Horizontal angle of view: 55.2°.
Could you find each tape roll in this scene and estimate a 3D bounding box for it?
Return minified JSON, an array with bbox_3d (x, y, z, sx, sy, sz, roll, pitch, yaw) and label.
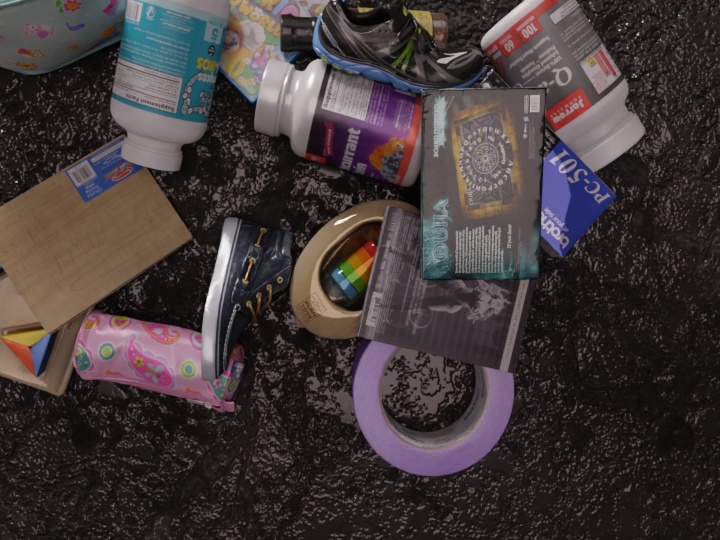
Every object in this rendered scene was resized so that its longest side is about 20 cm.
[{"bbox_3d":[0.086,0.143,0.852,0.194,0.066,0.206,0,94,-3],"label":"tape roll"}]

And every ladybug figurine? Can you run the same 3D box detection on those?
[{"bbox_3d":[0.000,0.000,0.830,0.198,0.072,0.137,-35,90,0],"label":"ladybug figurine"}]

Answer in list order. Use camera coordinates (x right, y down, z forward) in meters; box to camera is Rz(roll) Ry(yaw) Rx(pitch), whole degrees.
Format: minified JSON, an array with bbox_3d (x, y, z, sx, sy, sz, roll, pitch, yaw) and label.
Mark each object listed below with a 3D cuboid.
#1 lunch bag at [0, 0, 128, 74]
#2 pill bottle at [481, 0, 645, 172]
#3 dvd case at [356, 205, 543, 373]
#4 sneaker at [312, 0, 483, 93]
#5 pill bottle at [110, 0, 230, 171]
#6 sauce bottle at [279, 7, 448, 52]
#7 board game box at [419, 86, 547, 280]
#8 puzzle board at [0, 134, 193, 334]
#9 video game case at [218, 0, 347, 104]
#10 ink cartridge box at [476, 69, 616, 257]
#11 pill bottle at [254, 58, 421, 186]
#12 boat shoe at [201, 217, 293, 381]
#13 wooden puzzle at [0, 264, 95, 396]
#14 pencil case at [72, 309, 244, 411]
[{"bbox_3d":[-0.360,-0.297,0.740,0.196,0.170,0.125,-21,90,0],"label":"lunch bag"},{"bbox_3d":[0.239,-0.220,0.806,0.115,0.116,0.202,-36,95,0],"label":"pill bottle"},{"bbox_3d":[0.105,0.024,0.797,0.195,0.016,0.153,14,91,-11],"label":"dvd case"},{"bbox_3d":[0.047,-0.248,0.752,0.195,0.071,0.084,12,123,-10],"label":"sneaker"},{"bbox_3d":[-0.218,-0.221,0.776,0.108,0.111,0.205,15,105,-4],"label":"pill bottle"},{"bbox_3d":[0.003,-0.274,0.810,0.194,0.065,0.067,0,95,-6],"label":"sauce bottle"},{"bbox_3d":[0.129,-0.092,0.745,0.131,0.028,0.206,0,102,2],"label":"board game box"},{"bbox_3d":[-0.322,-0.046,0.814,0.198,0.017,0.152,-36,91,-17],"label":"puzzle board"},{"bbox_3d":[-0.113,-0.325,0.827,0.143,0.018,0.200,43,91,-5],"label":"video game case"},{"bbox_3d":[0.185,-0.118,0.784,0.200,0.044,0.094,44,90,-3],"label":"ink cartridge box"},{"bbox_3d":[-0.019,-0.176,0.798,0.195,0.111,0.114,15,94,-4],"label":"pill bottle"},{"bbox_3d":[-0.128,0.031,0.793,0.088,0.071,0.205,8,62,-6],"label":"boat shoe"},{"bbox_3d":[-0.422,0.035,0.824,0.196,0.046,0.189,21,93,-4],"label":"wooden puzzle"},{"bbox_3d":[-0.235,0.108,0.820,0.195,0.087,0.090,14,94,-4],"label":"pencil case"}]
